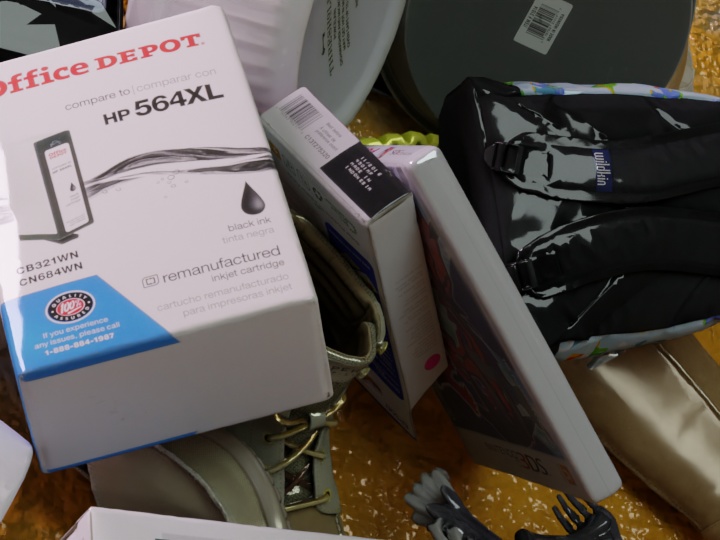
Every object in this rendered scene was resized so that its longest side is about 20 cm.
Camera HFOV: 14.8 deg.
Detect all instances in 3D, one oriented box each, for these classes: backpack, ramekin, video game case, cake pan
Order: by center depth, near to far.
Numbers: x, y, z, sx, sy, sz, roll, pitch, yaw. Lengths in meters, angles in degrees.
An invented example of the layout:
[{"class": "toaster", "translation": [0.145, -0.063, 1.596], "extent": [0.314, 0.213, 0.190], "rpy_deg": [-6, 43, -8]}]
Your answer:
[{"class": "video game case", "translation": [0.050, 0.024, 1.451], "extent": [0.023, 0.182, 0.201], "rpy_deg": [-32, 101, -14]}, {"class": "ramekin", "translation": [-0.042, -0.156, 1.508], "extent": [0.094, 0.203, 0.203], "rpy_deg": [19, 50, 16]}, {"class": "backpack", "translation": [0.147, -0.031, 1.536], "extent": [0.199, 0.154, 0.164], "rpy_deg": [-10, 85, -14]}, {"class": "cake pan", "translation": [0.105, -0.150, 1.608], "extent": [0.199, 0.201, 0.037], "rpy_deg": [19, 21, -20]}]

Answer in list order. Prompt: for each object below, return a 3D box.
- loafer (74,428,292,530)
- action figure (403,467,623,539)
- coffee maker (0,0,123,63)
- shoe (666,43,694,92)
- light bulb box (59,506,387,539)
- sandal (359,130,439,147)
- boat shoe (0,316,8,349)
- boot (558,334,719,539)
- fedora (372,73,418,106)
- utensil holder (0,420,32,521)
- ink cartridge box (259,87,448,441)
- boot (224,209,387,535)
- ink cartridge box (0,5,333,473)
[{"class": "loafer", "translation": [-0.098, 0.109, 1.387], "extent": [0.068, 0.076, 0.200], "rpy_deg": [-30, 39, -20]}, {"class": "action figure", "translation": [0.056, 0.174, 1.444], "extent": [0.102, 0.119, 0.200], "rpy_deg": [31, 21, 30]}, {"class": "coffee maker", "translation": [-0.235, -0.115, 1.447], "extent": [0.199, 0.135, 0.193], "rpy_deg": [12, 83, -23]}, {"class": "shoe", "translation": [0.167, -0.078, 1.694], "extent": [0.053, 0.070, 0.201], "rpy_deg": [53, 41, -42]}, {"class": "light bulb box", "translation": [-0.071, 0.213, 1.297], "extent": [0.199, 0.198, 0.125], "rpy_deg": [10, 58, -27]}, {"class": "sandal", "translation": [0.048, -0.027, 1.582], "extent": [0.199, 0.079, 0.088], "rpy_deg": [2, 67, -28]}, {"class": "boat shoe", "translation": [-0.223, -0.030, 1.361], "extent": [0.062, 0.201, 0.073], "rpy_deg": [-16, 42, -7]}, {"class": "boot", "translation": [0.219, 0.078, 1.627], "extent": [0.200, 0.066, 0.175], "rpy_deg": [48, 52, 2]}, {"class": "fedora", "translation": [0.038, -0.197, 1.655], "extent": [0.200, 0.092, 0.202], "rpy_deg": [14, 58, -23]}, {"class": "utensil holder", "translation": [-0.276, 0.088, 1.271], "extent": [0.200, 0.170, 0.170], "rpy_deg": [37, 52, -11]}, {"class": "ink cartridge box", "translation": [0.000, 0.000, 1.449], "extent": [0.037, 0.200, 0.095], "rpy_deg": [-34, 56, -17]}, {"class": "boot", "translation": [-0.031, 0.085, 1.418], "extent": [0.072, 0.155, 0.201], "rpy_deg": [-13, 70, -34]}, {"class": "ink cartridge box", "translation": [-0.109, -0.019, 1.337], "extent": [0.145, 0.085, 0.201], "rpy_deg": [-15, 52, -6]}]
